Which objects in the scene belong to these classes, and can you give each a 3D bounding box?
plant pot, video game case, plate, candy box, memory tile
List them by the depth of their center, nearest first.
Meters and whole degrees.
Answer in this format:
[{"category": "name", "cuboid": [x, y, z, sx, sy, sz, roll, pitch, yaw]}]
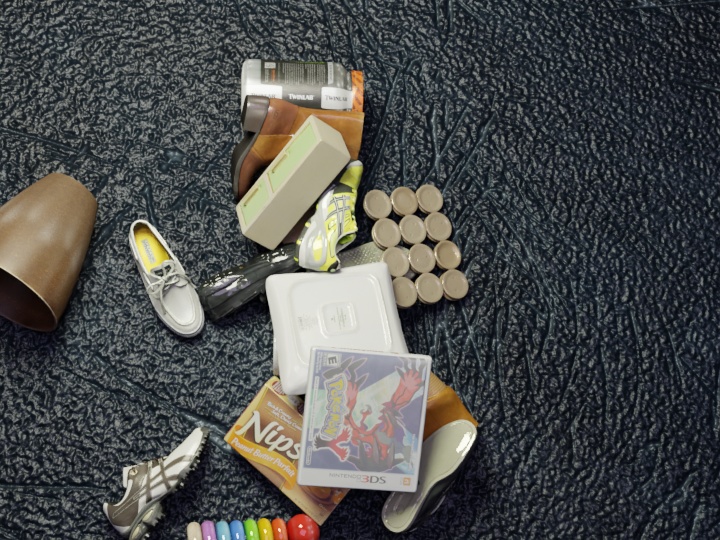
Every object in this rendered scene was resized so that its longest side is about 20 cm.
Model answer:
[{"category": "video game case", "cuboid": [0.006, 0.217, 1.515, 0.179, 0.023, 0.204, 5, 94, -11]}, {"category": "plate", "cuboid": [-0.033, 0.078, 1.563, 0.196, 0.032, 0.203, -7, 61, -10]}, {"category": "candy box", "cuboid": [-0.095, 0.272, 1.582, 0.199, 0.055, 0.116, 41, 105, 6]}, {"category": "plant pot", "cuboid": [-0.493, -0.044, 1.597, 0.185, 0.188, 0.202, 26, 61, 2]}, {"category": "memory tile", "cuboid": [0.091, -0.041, 1.700, 0.151, 0.017, 0.203, -9, 75, -27]}]

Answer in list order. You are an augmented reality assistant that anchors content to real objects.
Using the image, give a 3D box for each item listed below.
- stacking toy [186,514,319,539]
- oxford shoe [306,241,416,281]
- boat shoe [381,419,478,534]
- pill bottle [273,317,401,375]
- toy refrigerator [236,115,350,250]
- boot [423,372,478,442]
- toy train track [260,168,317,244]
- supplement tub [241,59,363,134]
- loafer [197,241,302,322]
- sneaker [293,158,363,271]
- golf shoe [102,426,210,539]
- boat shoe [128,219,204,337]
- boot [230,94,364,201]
[{"category": "stacking toy", "cuboid": [-0.157, 0.404, 1.557, 0.196, 0.085, 0.087, -7, 77, -11]}, {"category": "oxford shoe", "cuboid": [0.000, 0.000, 1.686, 0.197, 0.058, 0.076, -9, 71, -23]}, {"category": "boat shoe", "cuboid": [0.111, 0.314, 1.590, 0.072, 0.067, 0.201, 38, 91, 37]}, {"category": "pill bottle", "cuboid": [-0.037, 0.123, 1.619, 0.196, 0.112, 0.114, 1, 76, -5]}, {"category": "toy refrigerator", "cuboid": [-0.109, -0.136, 1.621, 0.069, 0.076, 0.200, 27, 116, -34]}, {"category": "boot", "cuboid": [0.076, 0.260, 1.621, 0.200, 0.071, 0.145, -40, 94, -3]}, {"category": "toy train track", "cuboid": [-0.106, -0.109, 1.715, 0.114, 0.033, 0.201, -38, 77, -6]}, {"category": "supplement tub", "cuboid": [-0.096, -0.280, 1.708, 0.196, 0.123, 0.125, 1, 76, -4]}, {"category": "loafer", "cuboid": [-0.160, 0.016, 1.657, 0.198, 0.068, 0.071, -26, 110, -4]}, {"category": "sneaker", "cuboid": [-0.034, -0.082, 1.632, 0.075, 0.076, 0.202, 22, 68, 6]}, {"category": "golf shoe", "cuboid": [-0.305, 0.306, 1.566, 0.094, 0.078, 0.201, 35, 74, 4]}, {"category": "boat shoe", "cuboid": [-0.306, 0.007, 1.635, 0.074, 0.086, 0.204, -25, 79, -11]}, {"category": "boot", "cuboid": [-0.104, -0.183, 1.676, 0.196, 0.069, 0.191, 8, 114, -17]}]
